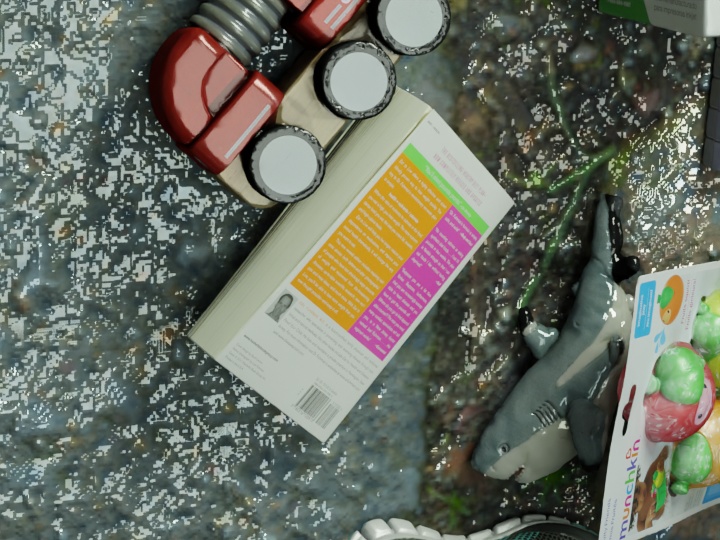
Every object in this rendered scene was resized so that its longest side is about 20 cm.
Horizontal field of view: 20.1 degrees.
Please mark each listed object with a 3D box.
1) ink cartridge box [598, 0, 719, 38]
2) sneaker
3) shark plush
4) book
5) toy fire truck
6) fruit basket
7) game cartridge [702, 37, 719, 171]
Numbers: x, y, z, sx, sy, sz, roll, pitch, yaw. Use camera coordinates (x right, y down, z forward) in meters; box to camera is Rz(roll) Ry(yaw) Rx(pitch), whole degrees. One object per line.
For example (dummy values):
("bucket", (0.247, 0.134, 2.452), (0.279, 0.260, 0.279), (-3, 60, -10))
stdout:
("ink cartridge box", (0.215, -0.253, 1.255), (0.083, 0.147, 0.200), (-6, 105, -19))
("sneaker", (0.089, 0.213, 1.356), (0.200, 0.091, 0.078), (-1, 105, -22))
("shark plush", (0.139, 0.050, 1.350), (0.083, 0.091, 0.200), (16, 105, 7))
("book", (0.000, 0.000, 1.273), (0.200, 0.048, 0.134), (-51, 137, -3))
("toy fire truck", (-0.068, -0.157, 1.188), (0.200, 0.129, 0.176), (41, 87, -14))
("fruit basket", (0.224, 0.084, 1.338), (0.200, 0.094, 0.186), (-12, 112, -58))
("game cartridge", (0.334, -0.132, 1.398), (0.200, 0.038, 0.130), (-1, 108, -22))
